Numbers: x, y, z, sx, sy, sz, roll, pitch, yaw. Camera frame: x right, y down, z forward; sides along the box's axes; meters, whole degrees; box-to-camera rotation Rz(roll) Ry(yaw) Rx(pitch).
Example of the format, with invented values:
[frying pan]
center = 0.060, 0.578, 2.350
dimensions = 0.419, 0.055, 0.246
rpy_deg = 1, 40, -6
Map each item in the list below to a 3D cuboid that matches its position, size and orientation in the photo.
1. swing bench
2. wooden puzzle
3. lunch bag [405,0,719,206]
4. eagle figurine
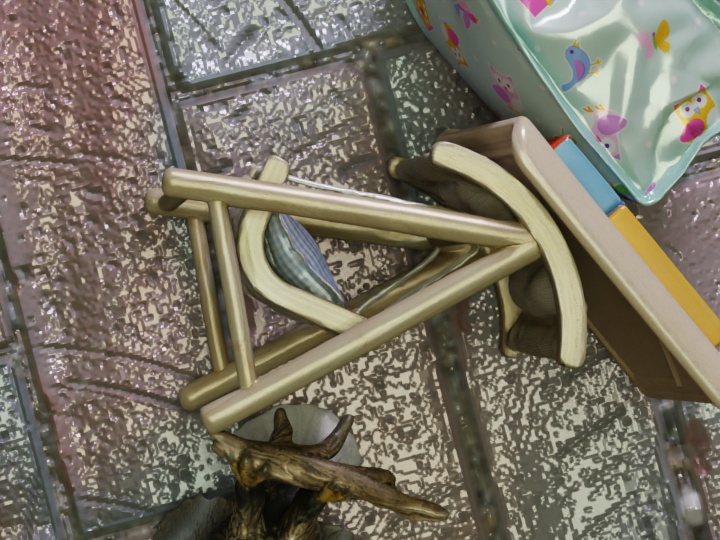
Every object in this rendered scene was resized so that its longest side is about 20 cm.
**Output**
[swing bench]
center = 0.000, 0.000, 1.533
dimensions = 0.199, 0.199, 0.130
rpy_deg = -10, 90, -7
[wooden puzzle]
center = 0.123, -0.007, 1.543
dimensions = 0.037, 0.200, 0.185
rpy_deg = -40, 98, -5
[lunch bag]
center = 0.104, -0.139, 1.562
dimensions = 0.122, 0.170, 0.200
rpy_deg = -42, 97, -5
[eagle figurine]
center = -0.058, 0.176, 1.563
dimensions = 0.151, 0.152, 0.200
rpy_deg = -6, 123, -37
